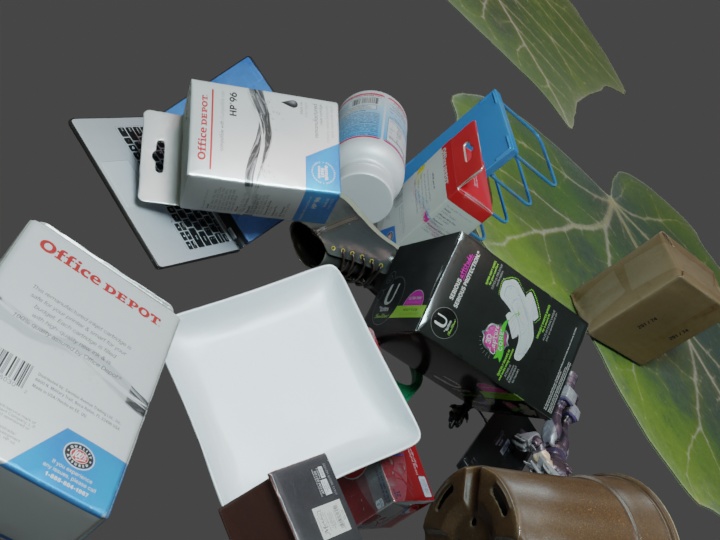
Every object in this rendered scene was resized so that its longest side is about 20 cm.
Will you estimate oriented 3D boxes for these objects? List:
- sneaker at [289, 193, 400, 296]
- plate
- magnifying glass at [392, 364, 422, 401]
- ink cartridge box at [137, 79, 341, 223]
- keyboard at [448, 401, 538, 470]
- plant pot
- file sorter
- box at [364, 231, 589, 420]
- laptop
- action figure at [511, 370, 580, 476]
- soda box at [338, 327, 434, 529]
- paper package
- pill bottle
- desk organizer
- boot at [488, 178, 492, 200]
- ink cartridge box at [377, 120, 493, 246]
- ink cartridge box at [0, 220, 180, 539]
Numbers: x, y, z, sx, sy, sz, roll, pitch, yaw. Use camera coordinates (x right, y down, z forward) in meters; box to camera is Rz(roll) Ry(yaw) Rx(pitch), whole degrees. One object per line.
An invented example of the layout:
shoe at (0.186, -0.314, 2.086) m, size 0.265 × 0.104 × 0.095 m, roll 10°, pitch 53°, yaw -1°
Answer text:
sneaker at (0.000, 0.000, 1.032) m, size 0.200 × 0.075 × 0.106 m, roll 43°, pitch 36°, yaw 5°
plate at (-0.070, 0.110, 0.789) m, size 0.198 × 0.032 × 0.201 m, roll -19°, pitch 69°, yaw -25°
magnifying glass at (0.035, 0.146, 0.962) m, size 0.079 × 0.022 × 0.201 m, roll 37°, pitch 32°, yaw -20°
ink cartridge box at (-0.124, -0.124, 0.871) m, size 0.197 × 0.068 × 0.117 m, roll 5°, pitch 64°, yaw -18°
keyboard at (0.163, 0.204, 1.061) m, size 0.128 × 0.021 × 0.200 m, roll 57°, pitch 31°, yaw 1°
plant pot at (0.178, 0.289, 0.844) m, size 0.196 × 0.201 × 0.202 m, roll 18°, pitch 42°, yaw -28°
file sorter at (0.176, -0.136, 1.270) m, size 0.122 × 0.199 × 0.140 m, roll 31°, pitch 35°, yaw -33°
box at (0.127, 0.067, 0.963) m, size 0.199 × 0.148 × 0.125 m, roll 34°, pitch 72°, yaw -20°
laptop at (-0.165, -0.124, 0.900) m, size 0.188 × 0.116 × 0.199 m, roll 56°, pitch 32°, yaw 11°
action figure at (0.249, 0.229, 1.083) m, size 0.131 × 0.069 × 0.201 m, roll 56°, pitch 36°, yaw -30°
soda box at (0.001, 0.155, 0.858) m, size 0.063 × 0.070 × 0.202 m, roll 13°, pitch 47°, yaw -44°
paper package at (0.514, 0.056, 1.489) m, size 0.189 × 0.200 × 0.104 m, roll 27°, pitch 38°, yaw -33°
pill bottle at (0.009, -0.155, 1.160) m, size 0.108 × 0.109 × 0.201 m, roll 35°, pitch 34°, yaw -21°
desk organizer at (-0.034, 0.263, 0.681) m, size 0.071 × 0.077 × 0.202 m, roll -5°, pitch 64°, yaw -53°
boot at (0.194, -0.174, 1.471) m, size 0.076 × 0.073 × 0.202 m, roll 50°, pitch 30°, yaw -36°
ink cartridge box at (0.109, -0.092, 1.131) m, size 0.067 × 0.200 × 0.117 m, roll 31°, pitch 36°, yaw -26°
ink cartridge box at (-0.235, 0.082, 0.623) m, size 0.146 × 0.086 × 0.201 m, roll 37°, pitch 32°, yaw -21°
